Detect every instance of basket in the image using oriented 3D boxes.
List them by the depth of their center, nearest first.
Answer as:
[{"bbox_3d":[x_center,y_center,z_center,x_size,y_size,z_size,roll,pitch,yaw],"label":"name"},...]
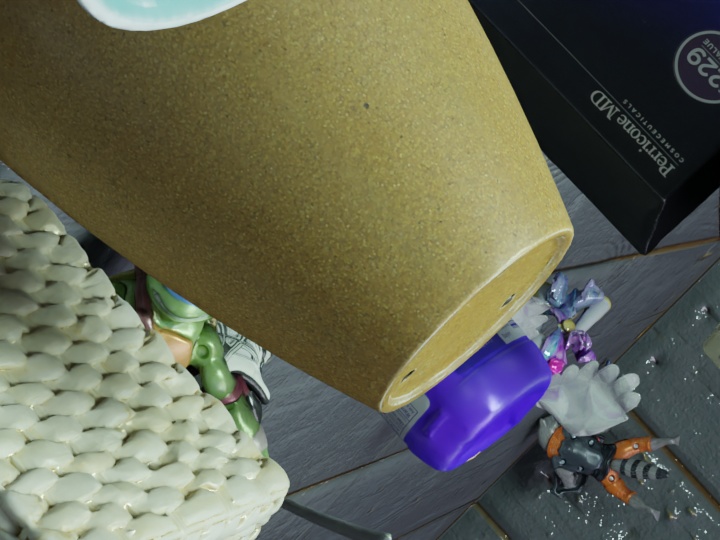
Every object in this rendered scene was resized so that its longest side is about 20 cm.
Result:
[{"bbox_3d":[-0.161,0.086,0.799,0.161,0.198,0.200,-48,166,17],"label":"basket"}]

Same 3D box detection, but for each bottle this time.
[{"bbox_3d":[0.000,0.000,0.995,0.065,0.200,0.083,-50,166,31],"label":"bottle"}]

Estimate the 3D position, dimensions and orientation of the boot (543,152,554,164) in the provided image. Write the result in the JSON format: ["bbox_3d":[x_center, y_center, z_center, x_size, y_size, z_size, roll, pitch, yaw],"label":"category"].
[{"bbox_3d":[0.137,-0.119,1.149,0.070,0.146,0.200,-35,165,-20],"label":"boot"}]

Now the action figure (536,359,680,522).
[{"bbox_3d":[0.329,0.225,2.848,0.105,0.192,0.202,-4,109,-79],"label":"action figure"}]

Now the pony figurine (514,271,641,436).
[{"bbox_3d":[0.159,0.084,1.939,0.193,0.166,0.200,-43,-175,40],"label":"pony figurine"}]

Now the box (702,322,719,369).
[{"bbox_3d":[0.224,-0.013,0.830,0.068,0.082,0.200,-29,161,-44],"label":"box"}]

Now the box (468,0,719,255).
[{"bbox_3d":[0.101,-0.131,0.870,0.141,0.200,0.079,-42,167,-8],"label":"box"}]

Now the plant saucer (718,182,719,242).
[{"bbox_3d":[0.203,-0.078,0.819,0.200,0.037,0.201,-41,165,-13],"label":"plant saucer"}]

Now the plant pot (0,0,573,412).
[{"bbox_3d":[-0.023,-0.056,0.750,0.186,0.200,0.187,-41,167,-11],"label":"plant pot"}]

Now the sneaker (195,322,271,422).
[{"bbox_3d":[-0.086,0.064,1.205,0.076,0.088,0.200,-48,168,15],"label":"sneaker"}]

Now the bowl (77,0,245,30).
[{"bbox_3d":[-0.031,-0.172,0.556,0.200,0.105,0.201,-40,168,-10],"label":"bowl"}]

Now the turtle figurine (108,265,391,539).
[{"bbox_3d":[-0.119,0.087,1.015,0.143,0.201,0.194,-12,160,-37],"label":"turtle figurine"}]
